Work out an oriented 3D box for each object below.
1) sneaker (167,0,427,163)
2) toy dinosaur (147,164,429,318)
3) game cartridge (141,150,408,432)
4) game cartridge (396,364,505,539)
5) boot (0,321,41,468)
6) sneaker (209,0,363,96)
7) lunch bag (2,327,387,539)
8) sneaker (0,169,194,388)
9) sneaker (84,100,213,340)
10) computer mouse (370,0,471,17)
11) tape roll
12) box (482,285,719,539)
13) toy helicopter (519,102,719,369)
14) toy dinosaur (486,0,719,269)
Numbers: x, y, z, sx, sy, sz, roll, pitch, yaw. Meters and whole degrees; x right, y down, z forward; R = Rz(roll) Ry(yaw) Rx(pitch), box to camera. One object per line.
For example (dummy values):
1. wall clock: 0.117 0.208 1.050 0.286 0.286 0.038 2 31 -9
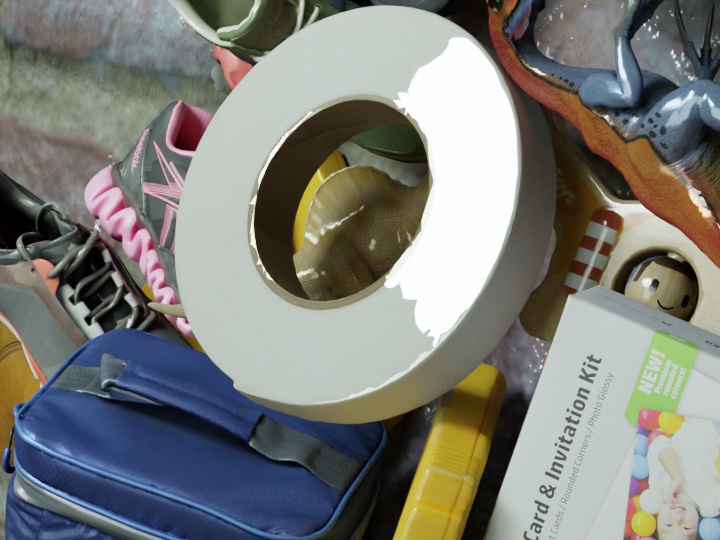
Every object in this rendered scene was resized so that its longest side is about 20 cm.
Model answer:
1. sneaker: -0.039 -0.121 1.398 0.200 0.090 0.067 39 105 7
2. toy dinosaur: 0.000 0.000 1.405 0.199 0.058 0.101 -32 82 9
3. game cartridge: -0.053 0.047 1.517 0.200 0.032 0.177 -42 55 36
4. game cartridge: 0.025 0.150 1.300 0.200 0.032 0.177 -69 -2 -75
5. boot: -0.176 0.089 1.595 0.144 0.070 0.202 -52 43 47
6. sneaker: -0.040 -0.186 1.497 0.098 0.071 0.201 -27 62 38
7. lunch bag: -0.091 0.113 1.405 0.199 0.136 0.133 19 121 12
8. sneaker: -0.156 0.018 1.503 0.200 0.077 0.082 37 148 15
9. sneaker: -0.073 -0.021 1.480 0.096 0.079 0.200 -52 50 11
10. computer mouse: 0.038 -0.211 1.425 0.138 0.053 0.201 -34 52 36
11. tape roll: -0.001 -0.027 1.306 0.202 0.037 0.204 -13 65 30
12. box: 0.159 0.116 1.181 0.199 0.041 0.157 24 105 21
13. toy helicopter: 0.119 -0.025 1.279 0.132 0.079 0.200 -44 59 19
14. toy dinosaur: 0.120 -0.070 1.202 0.181 0.105 0.201 6 57 35
